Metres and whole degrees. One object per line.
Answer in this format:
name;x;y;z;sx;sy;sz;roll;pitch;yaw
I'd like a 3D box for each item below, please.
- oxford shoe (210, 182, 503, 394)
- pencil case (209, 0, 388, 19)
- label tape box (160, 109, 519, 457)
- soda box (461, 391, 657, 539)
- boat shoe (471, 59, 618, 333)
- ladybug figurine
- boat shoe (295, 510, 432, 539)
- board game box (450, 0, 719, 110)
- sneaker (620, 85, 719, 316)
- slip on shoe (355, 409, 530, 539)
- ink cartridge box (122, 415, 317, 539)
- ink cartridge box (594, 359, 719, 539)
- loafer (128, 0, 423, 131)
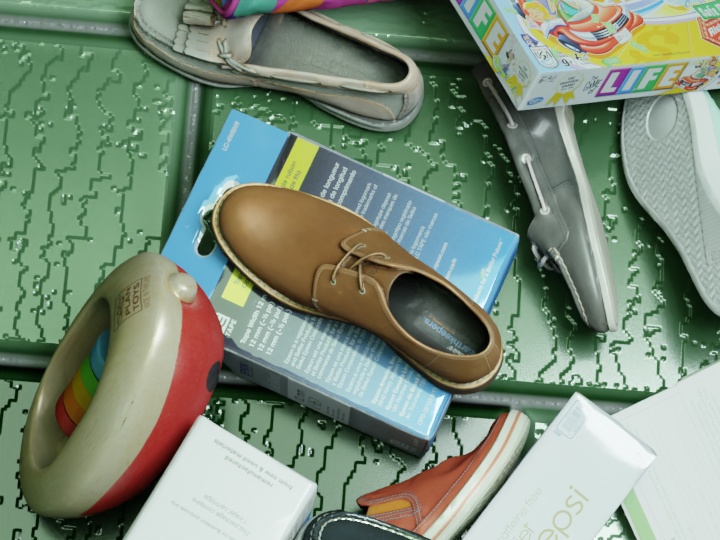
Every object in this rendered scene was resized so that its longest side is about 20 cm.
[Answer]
oxford shoe;0.000;0.000;1.398;0.199;0.071;0.072;28;78;7
pencil case;-0.006;-0.211;1.485;0.199;0.088;0.089;-12;76;-24
label tape box;-0.020;0.008;1.464;0.199;0.066;0.144;24;76;6
soda box;0.093;0.171;1.410;0.064;0.068;0.200;38;86;7
boat shoe;0.118;-0.050;1.489;0.057;0.067;0.201;-15;72;10
ladybug figurine;-0.138;0.072;1.391;0.072;0.200;0.136;19;45;-23
boat shoe;0.056;0.190;1.335;0.199;0.060;0.076;28;58;1
board game box;0.152;-0.168;1.467;0.199;0.034;0.135;-9;55;-34
sneaker;0.243;-0.048;1.499;0.118;0.074;0.201;7;49;-36
slip on shoe;0.026;0.153;1.427;0.200;0.074;0.061;-43;78;-7
ink cartridge box;-0.112;0.200;1.367;0.084;0.146;0.201;30;76;4
ink cartridge box;0.227;0.135;1.453;0.199;0.048;0.146;-27;77;13
loafer;-0.052;-0.148;1.501;0.199;0.063;0.072;18;75;2
